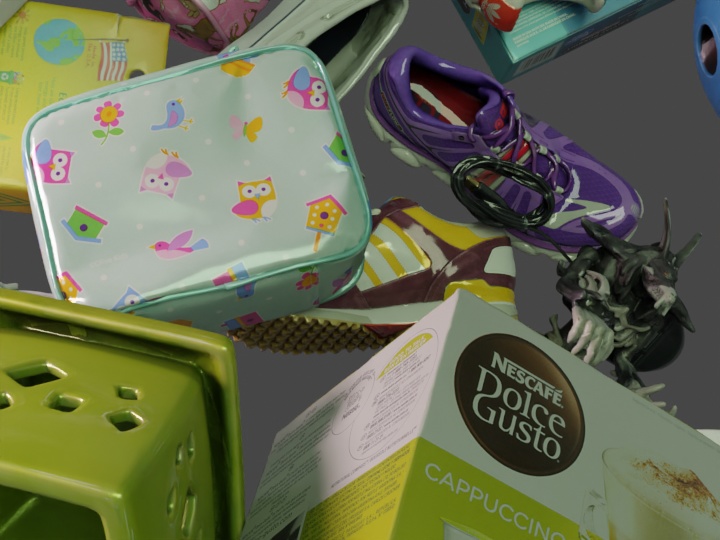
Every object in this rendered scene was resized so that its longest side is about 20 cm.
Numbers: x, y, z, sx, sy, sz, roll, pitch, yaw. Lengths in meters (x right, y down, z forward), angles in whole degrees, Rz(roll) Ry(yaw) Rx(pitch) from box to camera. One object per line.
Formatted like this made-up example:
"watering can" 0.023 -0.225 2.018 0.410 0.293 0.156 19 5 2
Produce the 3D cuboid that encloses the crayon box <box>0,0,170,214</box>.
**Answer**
"crayon box" -0.225 -0.104 1.331 0.199 0.051 0.127 8 73 -7

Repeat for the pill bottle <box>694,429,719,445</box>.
"pill bottle" 0.210 0.203 1.289 0.111 0.111 0.201 5 74 -8

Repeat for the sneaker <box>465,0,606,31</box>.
"sneaker" 0.069 -0.202 1.351 0.199 0.070 0.094 0 69 -12

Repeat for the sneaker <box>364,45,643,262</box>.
"sneaker" 0.092 -0.075 1.362 0.200 0.083 0.081 29 72 -2

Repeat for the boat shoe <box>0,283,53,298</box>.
"boat shoe" -0.243 0.034 1.262 0.201 0.086 0.075 8 73 -7

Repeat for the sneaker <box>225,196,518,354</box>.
"sneaker" 0.000 0.000 1.334 0.199 0.075 0.090 1 72 -18

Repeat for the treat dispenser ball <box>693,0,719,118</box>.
"treat dispenser ball" 0.314 -0.155 1.361 0.200 0.201 0.202 3 74 -9

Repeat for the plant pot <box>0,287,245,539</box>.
"plant pot" -0.167 0.127 1.150 0.199 0.200 0.182 10 34 18

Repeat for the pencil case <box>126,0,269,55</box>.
"pencil case" -0.070 -0.235 1.380 0.086 0.083 0.200 22 70 29

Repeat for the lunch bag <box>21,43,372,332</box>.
"lunch bag" -0.095 -0.047 1.260 0.199 0.077 0.161 -15 68 -7

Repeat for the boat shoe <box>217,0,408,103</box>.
"boat shoe" -0.046 -0.119 1.345 0.065 0.074 0.200 22 67 41

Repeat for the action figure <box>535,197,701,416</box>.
"action figure" 0.143 0.052 1.296 0.200 0.102 0.119 -47 122 5

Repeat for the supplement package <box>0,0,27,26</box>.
"supplement package" -0.238 -0.243 1.276 0.111 0.156 0.200 28 52 10

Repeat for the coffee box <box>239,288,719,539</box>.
"coffee box" 0.059 0.168 1.123 0.199 0.200 0.198 31 49 -16

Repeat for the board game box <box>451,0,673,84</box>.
"board game box" 0.113 -0.247 1.433 0.151 0.047 0.200 -26 80 -15

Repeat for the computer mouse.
"computer mouse" 0.131 -0.006 1.349 0.059 0.034 0.200 -45 108 5
